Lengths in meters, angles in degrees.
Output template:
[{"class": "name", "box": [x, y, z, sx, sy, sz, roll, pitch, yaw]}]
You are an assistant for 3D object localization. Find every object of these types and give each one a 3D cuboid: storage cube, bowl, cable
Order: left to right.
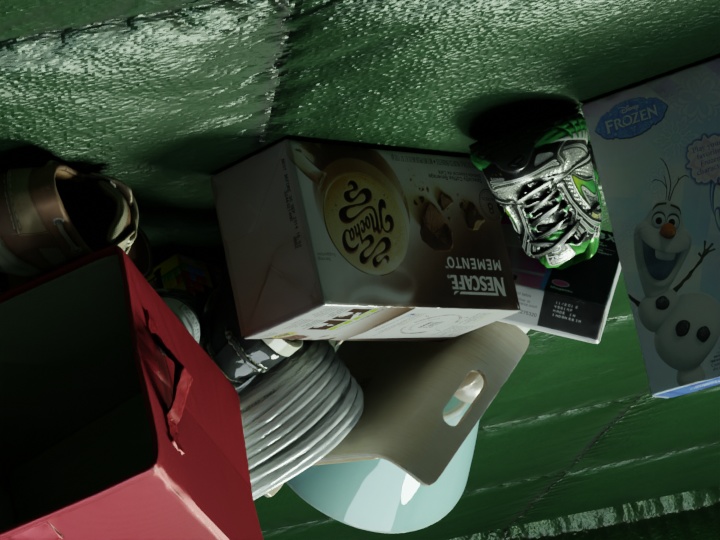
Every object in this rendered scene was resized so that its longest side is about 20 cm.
[{"class": "storage cube", "box": [-0.172, 0.126, 1.510, 0.199, 0.171, 0.180, -23, 141, 10]}, {"class": "cable", "box": [-0.094, 0.115, 1.707, 0.200, 0.069, 0.200, -28, -171, 12]}, {"class": "bowl", "box": [0.022, 0.107, 2.045, 0.200, 0.201, 0.105, -3, 145, -33]}]

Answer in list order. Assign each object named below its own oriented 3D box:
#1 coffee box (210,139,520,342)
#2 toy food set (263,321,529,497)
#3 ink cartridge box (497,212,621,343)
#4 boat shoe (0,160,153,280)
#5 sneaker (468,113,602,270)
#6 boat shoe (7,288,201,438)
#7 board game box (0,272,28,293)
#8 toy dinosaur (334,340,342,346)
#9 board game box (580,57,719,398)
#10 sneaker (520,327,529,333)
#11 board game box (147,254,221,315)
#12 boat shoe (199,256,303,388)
[{"class": "coffee box", "box": [0.006, -0.016, 1.631, 0.080, 0.113, 0.200, -23, 162, 39]}, {"class": "toy food set", "box": [0.020, 0.103, 1.771, 0.200, 0.060, 0.144, -13, -145, 54]}, {"class": "ink cartridge box", "box": [0.140, -0.004, 1.788, 0.094, 0.037, 0.200, 13, -161, 7]}, {"class": "boat shoe", "box": [-0.172, -0.023, 1.534, 0.072, 0.076, 0.200, -19, 167, 17]}, {"class": "sneaker", "box": [0.131, -0.051, 1.657, 0.078, 0.085, 0.200, -17, 166, 15]}, {"class": "boat shoe", "box": [-0.195, 0.061, 1.633, 0.199, 0.072, 0.071, -13, -170, 11]}, {"class": "board game box", "box": [-0.298, 0.030, 1.670, 0.165, 0.057, 0.200, -12, 167, -5]}, {"class": "toy dinosaur", "box": [-0.009, 0.024, 1.951, 0.200, 0.058, 0.101, -18, -179, 29]}, {"class": "board game box", "box": [0.259, -0.040, 1.570, 0.199, 0.200, 0.043, -18, 168, 24]}, {"class": "sneaker", "box": [0.086, 0.041, 1.988, 0.200, 0.070, 0.093, -26, 168, -50]}, {"class": "board game box", "box": [-0.153, 0.072, 1.835, 0.200, 0.057, 0.165, -31, 152, 26]}, {"class": "boat shoe", "box": [-0.080, 0.028, 1.696, 0.068, 0.072, 0.200, -45, -169, 12]}]
